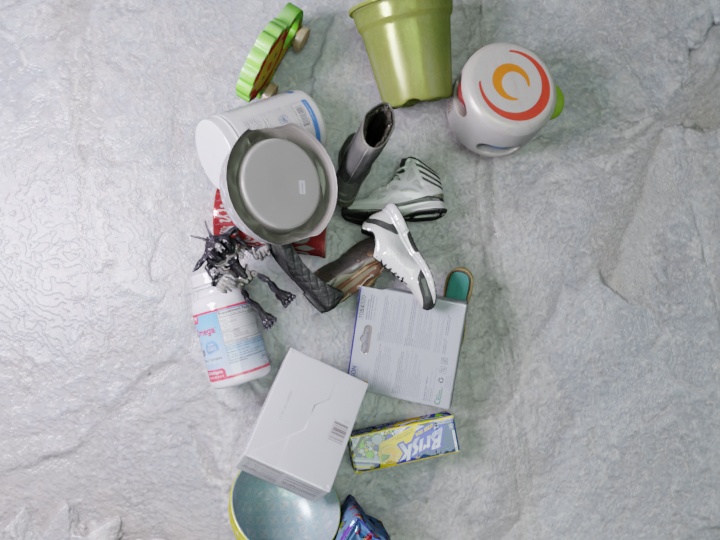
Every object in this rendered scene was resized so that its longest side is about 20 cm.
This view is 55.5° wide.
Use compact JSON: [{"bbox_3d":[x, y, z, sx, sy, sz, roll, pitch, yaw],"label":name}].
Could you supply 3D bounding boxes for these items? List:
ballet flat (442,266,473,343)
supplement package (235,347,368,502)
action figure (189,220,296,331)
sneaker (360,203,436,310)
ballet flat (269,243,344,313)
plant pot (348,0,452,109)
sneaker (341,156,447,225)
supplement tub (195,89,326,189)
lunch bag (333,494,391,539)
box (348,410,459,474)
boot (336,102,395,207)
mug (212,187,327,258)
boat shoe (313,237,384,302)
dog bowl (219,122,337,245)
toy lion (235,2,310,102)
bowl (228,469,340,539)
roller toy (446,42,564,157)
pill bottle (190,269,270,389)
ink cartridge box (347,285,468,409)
[{"bbox_3d":[0.173,0.091,1.281,0.068,0.063,0.202,20,101,14],"label":"ballet flat"},{"bbox_3d":[-0.099,0.268,1.180,0.155,0.111,0.201,26,59,-5],"label":"supplement package"},{"bbox_3d":[-0.196,-0.002,1.137,0.200,0.102,0.119,46,72,-13],"label":"action figure"},{"bbox_3d":[0.068,-0.015,1.202,0.079,0.074,0.201,-26,77,-9],"label":"sneaker"},{"bbox_3d":[-0.103,-0.011,1.176,0.057,0.066,0.201,-42,114,-12],"label":"ballet flat"},{"bbox_3d":[0.091,-0.397,1.248,0.198,0.200,0.186,-12,99,-8],"label":"plant pot"},{"bbox_3d":[0.058,-0.150,1.290,0.198,0.076,0.116,-4,73,-6],"label":"sneaker"},{"bbox_3d":[-0.170,-0.228,1.191,0.199,0.132,0.133,-28,91,-32],"label":"supplement tub"},{"bbox_3d":[-0.043,0.516,1.191,0.094,0.151,0.200,41,83,-3],"label":"lunch bag"},{"bbox_3d":[0.077,0.315,1.260,0.198,0.064,0.071,-10,88,-7],"label":"box"},{"bbox_3d":[0.007,-0.224,1.190,0.072,0.200,0.183,14,58,-6],"label":"boot"},{"bbox_3d":[-0.157,-0.105,1.241,0.198,0.178,0.134,3,124,-3],"label":"mug"},{"bbox_3d":[0.000,0.000,1.270,0.199,0.076,0.072,-29,122,-6],"label":"boat shoe"},{"bbox_3d":[-0.134,-0.135,1.093,0.199,0.058,0.202,3,84,-36],"label":"dog bowl"},{"bbox_3d":[-0.158,-0.383,1.202,0.068,0.192,0.201,29,84,-5],"label":"toy lion"},{"bbox_3d":[-0.143,0.432,1.194,0.199,0.201,0.108,23,127,-5],"label":"bowl"},{"bbox_3d":[0.256,-0.315,1.277,0.200,0.140,0.182,45,73,2],"label":"roller toy"},{"bbox_3d":[-0.235,0.099,1.210,0.108,0.109,0.202,-16,89,-8],"label":"pill bottle"},{"bbox_3d":[0.084,0.136,1.253,0.198,0.043,0.198,11,99,12],"label":"ink cartridge box"}]
